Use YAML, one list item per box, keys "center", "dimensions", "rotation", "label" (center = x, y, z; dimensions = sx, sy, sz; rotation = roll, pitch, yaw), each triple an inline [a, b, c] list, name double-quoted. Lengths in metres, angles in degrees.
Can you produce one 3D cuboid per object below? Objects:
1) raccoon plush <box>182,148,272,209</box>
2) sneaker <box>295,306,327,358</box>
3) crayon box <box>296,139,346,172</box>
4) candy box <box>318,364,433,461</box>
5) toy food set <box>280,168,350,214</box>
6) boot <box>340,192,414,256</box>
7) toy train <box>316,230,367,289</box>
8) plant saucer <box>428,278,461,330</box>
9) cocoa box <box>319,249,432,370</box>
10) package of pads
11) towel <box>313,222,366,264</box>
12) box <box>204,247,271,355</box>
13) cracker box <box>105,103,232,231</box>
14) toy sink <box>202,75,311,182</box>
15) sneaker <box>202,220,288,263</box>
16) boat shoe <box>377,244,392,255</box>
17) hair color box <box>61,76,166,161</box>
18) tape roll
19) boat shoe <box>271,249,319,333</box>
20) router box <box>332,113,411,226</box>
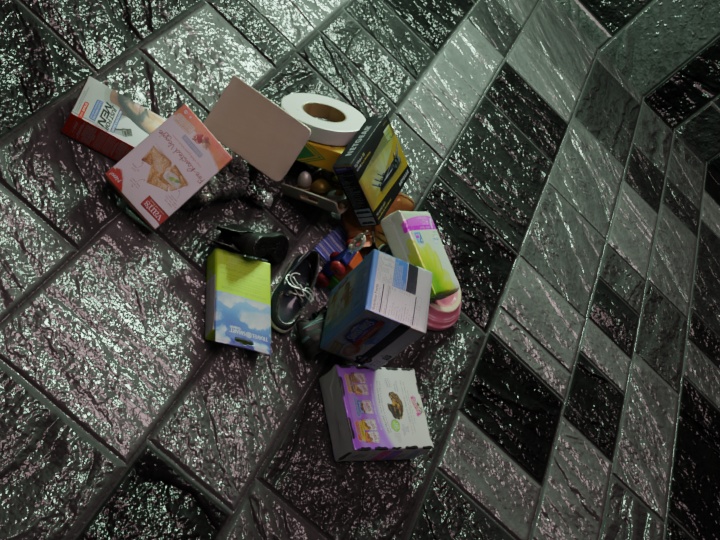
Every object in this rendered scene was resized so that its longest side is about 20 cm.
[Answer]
- center: [-0.262, -0.151, 1.644]
  dimensions: [0.198, 0.096, 0.136]
  rotation: [28, 54, -23]
  label: "raccoon plush"
- center: [-0.050, 0.101, 1.652]
  dimensions: [0.080, 0.075, 0.199]
  rotation: [53, 41, 8]
  label: "sneaker"
- center: [-0.097, -0.281, 1.827]
  dimensions: [0.197, 0.051, 0.128]
  rotation: [18, 31, 0]
  label: "crayon box"
- center: [0.031, 0.278, 1.598]
  dimensions: [0.197, 0.071, 0.170]
  rotation: [8, 56, -36]
  label: "candy box"
- center: [-0.065, -0.202, 1.813]
  dimensions: [0.142, 0.061, 0.200]
  rotation: [20, 38, 21]
  label: "toy food set"
- center: [0.047, -0.100, 1.853]
  dimensions: [0.197, 0.074, 0.157]
  rotation: [0, 58, -23]
  label: "boot"
- center: [0.000, 0.000, 1.672]
  dimensions: [0.116, 0.199, 0.085]
  rotation: [43, 53, -10]
  label: "toy train"
- center: [0.162, 0.039, 1.898]
  dimensions: [0.198, 0.051, 0.203]
  rotation: [23, 48, -28]
  label: "plant saucer"
- center: [0.027, 0.077, 1.540]
  dimensions: [0.130, 0.200, 0.135]
  rotation: [21, 56, -19]
  label: "cocoa box"
- center: [0.133, -0.030, 1.795]
  dimensions: [0.154, 0.068, 0.203]
  rotation: [-5, 72, -62]
  label: "package of pads"
- center: [-0.006, -0.045, 1.833]
  dimensions: [0.145, 0.024, 0.200]
  rotation: [47, 42, -2]
  label: "towel"
- center: [-0.229, 0.065, 1.543]
  dimensions: [0.120, 0.048, 0.203]
  rotation: [17, 51, -30]
  label: "box"
- center: [-0.356, -0.191, 1.526]
  dimensions: [0.200, 0.058, 0.134]
  rotation: [-45, 101, -12]
  label: "cracker box"
- center: [-0.209, -0.285, 1.706]
  dimensions: [0.199, 0.131, 0.112]
  rotation: [34, 1, 0]
  label: "toy sink"
- center: [-0.222, -0.059, 1.618]
  dimensions: [0.103, 0.061, 0.199]
  rotation: [16, 3, 18]
  label: "sneaker"
- center: [0.081, 0.039, 1.778]
  dimensions: [0.072, 0.061, 0.204]
  rotation: [-1, 81, -45]
  label: "boat shoe"
- center: [-0.456, -0.270, 1.577]
  dimensions: [0.198, 0.064, 0.112]
  rotation: [29, 46, -24]
  label: "hair color box"
- center: [-0.086, -0.340, 1.840]
  dimensions: [0.199, 0.038, 0.204]
  rotation: [12, 31, -8]
  label: "tape roll"
- center: [-0.126, 0.038, 1.641]
  dimensions: [0.075, 0.062, 0.201]
  rotation: [38, 43, -13]
  label: "boat shoe"
- center: [0.029, -0.220, 1.790]
  dimensions: [0.159, 0.052, 0.201]
  rotation: [62, 41, -31]
  label: "router box"
